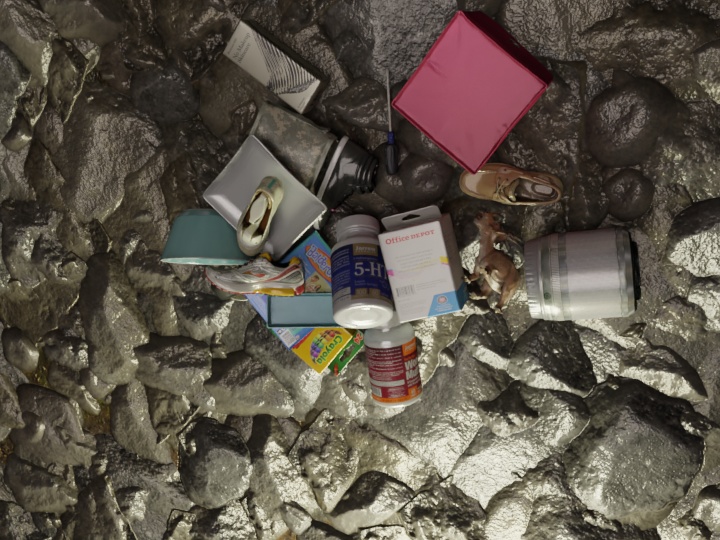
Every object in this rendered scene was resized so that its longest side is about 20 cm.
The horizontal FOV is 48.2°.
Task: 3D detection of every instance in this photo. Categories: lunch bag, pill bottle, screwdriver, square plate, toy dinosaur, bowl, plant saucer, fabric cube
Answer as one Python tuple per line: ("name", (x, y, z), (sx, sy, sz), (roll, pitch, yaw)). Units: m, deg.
("lunch bag", (-0.146, -0.219, 1.600), (0.162, 0.118, 0.202), (28, 117, 5))
("pill bottle", (0.000, 0.000, 1.580), (0.118, 0.120, 0.203), (-14, 62, 20))
("screwdriver", (0.056, -0.286, 1.563), (0.027, 0.029, 0.203), (1, 112, 16))
("square plate", (-0.185, -0.137, 1.564), (0.200, 0.029, 0.198), (44, 128, -7))
("pill bottle", (0.064, 0.170, 1.661), (0.108, 0.110, 0.204), (-3, 106, 17))
("toy dinosaur", (0.272, -0.006, 1.567), (0.085, 0.135, 0.202), (15, 142, 50))
("bowl", (-0.313, -0.069, 1.671), (0.197, 0.201, 0.107), (1, 88, 16))
("plant saucer", (-0.091, 0.080, 1.629), (0.196, 0.019, 0.071), (0, 91, -2))
("fabric cube", (0.202, -0.320, 1.420), (0.196, 0.199, 0.201), (41, 113, 2))

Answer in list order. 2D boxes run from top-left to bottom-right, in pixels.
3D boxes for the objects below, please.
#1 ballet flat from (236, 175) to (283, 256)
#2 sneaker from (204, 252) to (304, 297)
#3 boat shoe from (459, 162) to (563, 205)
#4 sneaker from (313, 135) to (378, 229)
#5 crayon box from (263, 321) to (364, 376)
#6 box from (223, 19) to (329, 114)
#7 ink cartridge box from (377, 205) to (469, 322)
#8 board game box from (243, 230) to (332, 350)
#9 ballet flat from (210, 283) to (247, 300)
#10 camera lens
("ballet flat", (-0.204, -0.096, 1.541), (0.067, 0.063, 0.201), (29, 128, 4))
("sneaker", (-0.209, 0.002, 1.595), (0.196, 0.078, 0.084), (2, 101, -8))
("boat shoe", (0.282, -0.161, 1.518), (0.196, 0.065, 0.073), (5, 108, 15))
("sneaker", (-0.027, -0.156, 1.608), (0.098, 0.071, 0.202), (26, 112, 7))
("crayon box", (-0.095, 0.130, 1.728), (0.199, 0.051, 0.127), (40, 113, 1))
("box", (-0.163, -0.399, 1.575), (0.199, 0.068, 0.083), (36, 113, 3))
("ink cartridge box", (0.124, -0.021, 1.570), (0.126, 0.125, 0.203), (-11, 97, 18))
("board game box", (-0.119, 0.040, 1.659), (0.199, 0.045, 0.153), (-40, 91, -1))
("ballet flat", (-0.220, 0.027, 1.724), (0.196, 0.069, 0.069), (-6, 129, 4))
("camera lens", (0.409, 0.009, 1.481), (0.197, 0.160, 0.163), (-5, 105, 18))
